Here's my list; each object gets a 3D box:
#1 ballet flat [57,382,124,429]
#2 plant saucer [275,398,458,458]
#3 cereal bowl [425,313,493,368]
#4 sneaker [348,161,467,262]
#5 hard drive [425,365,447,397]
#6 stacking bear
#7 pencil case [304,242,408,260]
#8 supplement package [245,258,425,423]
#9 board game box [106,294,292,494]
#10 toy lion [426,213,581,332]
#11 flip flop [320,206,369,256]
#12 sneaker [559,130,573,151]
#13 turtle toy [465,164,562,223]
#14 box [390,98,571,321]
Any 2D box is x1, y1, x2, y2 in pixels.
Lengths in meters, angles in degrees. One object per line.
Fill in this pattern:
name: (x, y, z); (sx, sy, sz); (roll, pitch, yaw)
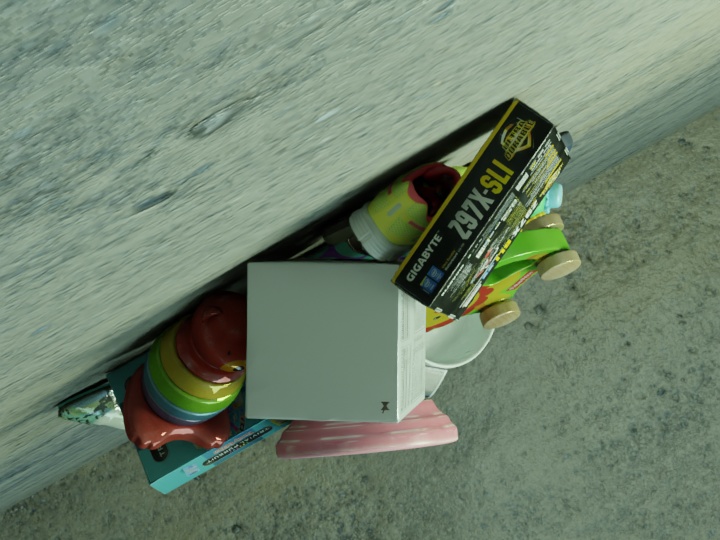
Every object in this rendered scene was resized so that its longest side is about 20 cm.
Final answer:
ballet flat: (-0.278, 0.157, 1.771); (0.200, 0.074, 0.074); (-26, 175, -41)
plant saucer: (0.005, 0.172, 1.574); (0.199, 0.051, 0.201); (-5, 174, -1)
cereal bowl: (0.075, 0.024, 1.768); (0.083, 0.201, 0.200); (-10, -168, 47)
sneaker: (0.076, -0.068, 1.390); (0.090, 0.078, 0.200); (-43, 172, 35)
hard drive: (-0.003, 0.121, 1.718); (0.134, 0.043, 0.200); (12, 173, -31)
stacking bear: (-0.163, 0.094, 1.511); (0.121, 0.114, 0.200); (3, 147, -30)
pencil case: (0.000, 0.000, 1.599); (0.199, 0.085, 0.093); (-31, -139, -1)
supplement package: (-0.020, 0.064, 1.444); (0.151, 0.152, 0.200); (1, -178, 10)
board game box: (-0.173, 0.139, 1.649); (0.199, 0.151, 0.047); (-29, 152, 4)
toy lion: (0.117, 0.017, 1.600); (0.191, 0.069, 0.200); (-8, 157, -35)
flip flop: (0.024, -0.041, 1.470); (0.081, 0.058, 0.200); (-31, 176, 22)
sneaker: (0.204, -0.103, 1.798); (0.070, 0.082, 0.200); (-25, 174, -42)
turtle toy: (0.159, -0.070, 1.682); (0.145, 0.101, 0.200); (-27, 170, -31)
box: (0.117, -0.051, 1.346); (0.200, 0.049, 0.160); (-56, 167, 3)
